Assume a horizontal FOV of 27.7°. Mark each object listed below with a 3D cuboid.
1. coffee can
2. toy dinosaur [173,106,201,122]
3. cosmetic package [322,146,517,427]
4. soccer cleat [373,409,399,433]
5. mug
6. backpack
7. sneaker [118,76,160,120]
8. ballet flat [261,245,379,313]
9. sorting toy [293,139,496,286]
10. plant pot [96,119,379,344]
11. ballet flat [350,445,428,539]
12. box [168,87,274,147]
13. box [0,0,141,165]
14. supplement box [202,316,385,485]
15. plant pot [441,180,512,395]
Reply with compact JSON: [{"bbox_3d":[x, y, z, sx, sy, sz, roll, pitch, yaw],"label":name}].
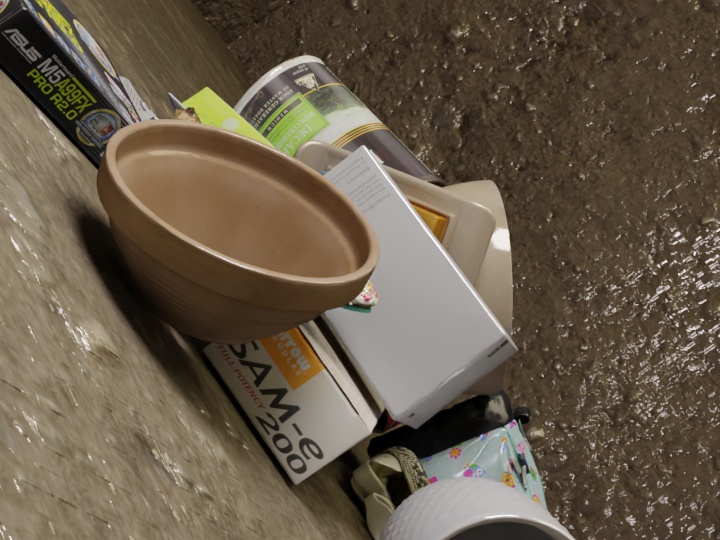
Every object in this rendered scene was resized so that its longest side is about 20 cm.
[{"bbox_3d":[-0.029,-0.104,1.519,0.200,0.146,0.146,46,0,20],"label":"coffee can"},{"bbox_3d":[-0.151,-0.089,1.394,0.200,0.060,0.107,110,-26,-68],"label":"toy dinosaur"},{"bbox_3d":[0.023,0.014,1.180,0.200,0.113,0.081,56,5,15],"label":"cosmetic package"},{"bbox_3d":[0.027,0.127,1.397,0.199,0.067,0.077,7,35,-46],"label":"soccer cleat"},{"bbox_3d":[0.083,0.249,1.057,0.175,0.147,0.201,-144,-131,-79],"label":"mug"},{"bbox_3d":[0.103,0.231,1.392,0.127,0.166,0.201,1,67,-76],"label":"backpack"},{"bbox_3d":[-0.159,-0.094,1.282,0.200,0.082,0.075,56,4,11],"label":"sneaker"},{"bbox_3d":[-0.074,-0.019,1.123,0.199,0.064,0.076,14,5,23],"label":"ballet flat"},{"bbox_3d":[0.000,0.000,1.277,0.199,0.186,0.036,23,8,25],"label":"sorting toy"},{"bbox_3d":[-0.096,-0.015,1.015,0.200,0.093,0.201,22,27,-11],"label":"plant pot"},{"bbox_3d":[0.029,0.206,1.261,0.075,0.068,0.200,34,16,-31],"label":"ballet flat"},{"bbox_3d":[-0.121,-0.091,1.458,0.122,0.048,0.200,42,-21,31],"label":"box"},{"bbox_3d":[-0.249,-0.178,1.167,0.200,0.044,0.160,52,5,-49],"label":"box"},{"bbox_3d":[-0.048,0.088,1.164,0.126,0.073,0.200,55,3,3],"label":"supplement box"},{"bbox_3d":[0.056,0.018,1.355,0.200,0.134,0.201,179,-90,-83],"label":"plant pot"}]
